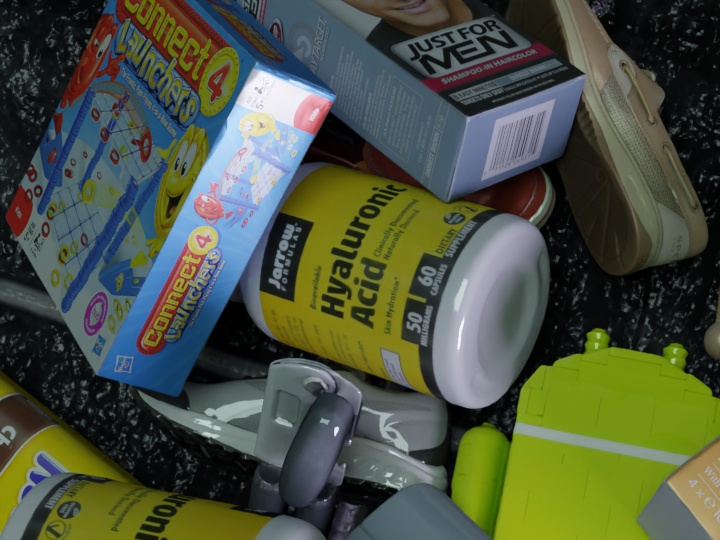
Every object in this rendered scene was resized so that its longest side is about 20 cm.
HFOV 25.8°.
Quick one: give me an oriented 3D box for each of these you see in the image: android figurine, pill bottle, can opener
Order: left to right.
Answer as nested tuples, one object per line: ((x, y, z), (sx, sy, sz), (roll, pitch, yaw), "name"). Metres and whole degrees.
((-0.078, 0.174, 0.798), (0.199, 0.111, 0.112), (9, 80, 18), "pill bottle")
((-0.041, 0.129, 0.868), (0.052, 0.201, 0.067), (19, 41, 8), "can opener")
((0.000, 0.000, 0.913), (0.199, 0.111, 0.112), (17, 82, 31), "pill bottle")
((0.140, 0.129, 0.877), (0.181, 0.041, 0.201), (8, 69, 8), "android figurine")

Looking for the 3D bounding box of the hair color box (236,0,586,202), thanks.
((0.024, -0.129, 0.925), (0.099, 0.061, 0.200), (-22, 49, -37), "hair color box")

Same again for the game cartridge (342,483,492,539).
((0.006, 0.220, 0.842), (0.133, 0.041, 0.201), (39, 95, 40), "game cartridge")

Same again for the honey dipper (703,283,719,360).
((0.223, -0.047, 0.914), (0.038, 0.038, 0.202), (5, 83, 16), "honey dipper")

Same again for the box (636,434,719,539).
((0.262, 0.108, 0.806), (0.199, 0.098, 0.125), (-36, 73, -11), "box")

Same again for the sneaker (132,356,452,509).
((-0.039, 0.088, 0.938), (0.199, 0.074, 0.080), (11, 71, 11), "sneaker")

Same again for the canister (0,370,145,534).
((-0.209, 0.160, 0.954), (0.199, 0.087, 0.149), (34, 87, 21), "canister")

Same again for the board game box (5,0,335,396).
((-0.120, -0.064, 0.919), (0.197, 0.056, 0.200), (-62, 37, 14), "board game box")

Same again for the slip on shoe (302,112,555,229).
((0.024, -0.072, 0.957), (0.199, 0.061, 0.074), (27, 83, 18), "slip on shoe")

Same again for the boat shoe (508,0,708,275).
((0.145, -0.092, 0.933), (0.064, 0.071, 0.201), (-10, 71, -24), "boat shoe")
